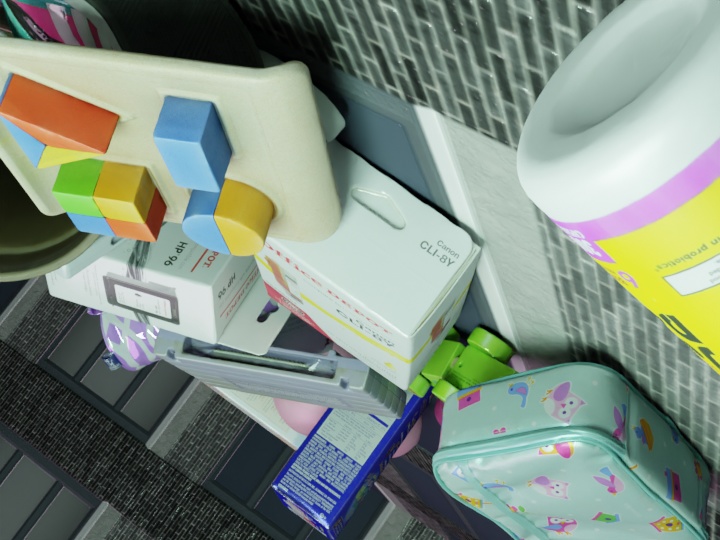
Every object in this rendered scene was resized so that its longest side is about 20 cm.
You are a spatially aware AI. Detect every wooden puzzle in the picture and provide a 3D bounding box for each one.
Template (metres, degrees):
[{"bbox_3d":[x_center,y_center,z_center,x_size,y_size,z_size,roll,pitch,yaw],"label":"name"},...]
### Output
[{"bbox_3d":[-0.120,-0.061,0.670,0.199,0.046,0.185,5,155,8],"label":"wooden puzzle"}]

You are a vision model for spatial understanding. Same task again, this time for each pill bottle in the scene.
[{"bbox_3d":[0.154,-0.005,0.386,0.200,0.104,0.104,40,166,-17],"label":"pill bottle"}]

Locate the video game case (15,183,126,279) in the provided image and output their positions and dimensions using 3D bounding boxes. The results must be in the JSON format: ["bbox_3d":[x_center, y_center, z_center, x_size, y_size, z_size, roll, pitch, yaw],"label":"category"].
[{"bbox_3d":[-0.247,-0.088,0.979,0.200,0.182,0.023,30,139,26],"label":"video game case"}]

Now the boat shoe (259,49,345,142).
[{"bbox_3d":[-0.090,-0.105,0.751,0.200,0.064,0.071,23,161,46],"label":"boat shoe"}]

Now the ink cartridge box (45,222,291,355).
[{"bbox_3d":[-0.150,-0.012,0.967,0.200,0.116,0.068,15,133,14],"label":"ink cartridge box"}]

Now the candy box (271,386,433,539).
[{"bbox_3d":[0.001,0.167,1.174,0.077,0.200,0.169,35,166,10],"label":"candy box"}]

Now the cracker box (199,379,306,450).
[{"bbox_3d":[-0.102,0.122,1.425,0.200,0.134,0.058,37,167,-3],"label":"cracker box"}]

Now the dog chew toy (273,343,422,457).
[{"bbox_3d":[-0.007,0.156,1.346,0.200,0.125,0.124,35,169,-31],"label":"dog chew toy"}]

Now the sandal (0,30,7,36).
[{"bbox_3d":[-0.216,-0.101,0.734,0.203,0.050,0.082,38,157,-24],"label":"sandal"}]

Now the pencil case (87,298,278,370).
[{"bbox_3d":[-0.150,0.021,1.073,0.084,0.200,0.086,-100,-16,-57],"label":"pencil case"}]

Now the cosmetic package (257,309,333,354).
[{"bbox_3d":[-0.126,0.023,1.189,0.200,0.074,0.102,26,-153,32],"label":"cosmetic package"}]

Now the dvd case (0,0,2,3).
[{"bbox_3d":[-0.344,-0.288,0.866,0.143,0.018,0.200,36,168,5],"label":"dvd case"}]

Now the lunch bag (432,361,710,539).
[{"bbox_3d":[0.156,0.153,0.854,0.160,0.077,0.200,-19,133,35],"label":"lunch bag"}]

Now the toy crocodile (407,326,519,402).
[{"bbox_3d":[0.082,0.084,0.970,0.062,0.068,0.200,37,170,-27],"label":"toy crocodile"}]

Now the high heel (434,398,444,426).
[{"bbox_3d":[0.156,0.189,1.143,0.200,0.067,0.096,49,159,10],"label":"high heel"}]

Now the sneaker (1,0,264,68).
[{"bbox_3d":[-0.149,-0.148,0.709,0.200,0.084,0.121,39,166,-3],"label":"sneaker"}]

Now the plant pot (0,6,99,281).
[{"bbox_3d":[-0.265,-0.116,0.876,0.200,0.200,0.174,40,-161,-17],"label":"plant pot"}]

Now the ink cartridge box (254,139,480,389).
[{"bbox_3d":[0.000,0.000,0.844,0.145,0.083,0.200,35,167,10],"label":"ink cartridge box"}]

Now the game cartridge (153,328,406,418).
[{"bbox_3d":[-0.068,0.091,1.027,0.199,0.038,0.130,8,168,20],"label":"game cartridge"}]
